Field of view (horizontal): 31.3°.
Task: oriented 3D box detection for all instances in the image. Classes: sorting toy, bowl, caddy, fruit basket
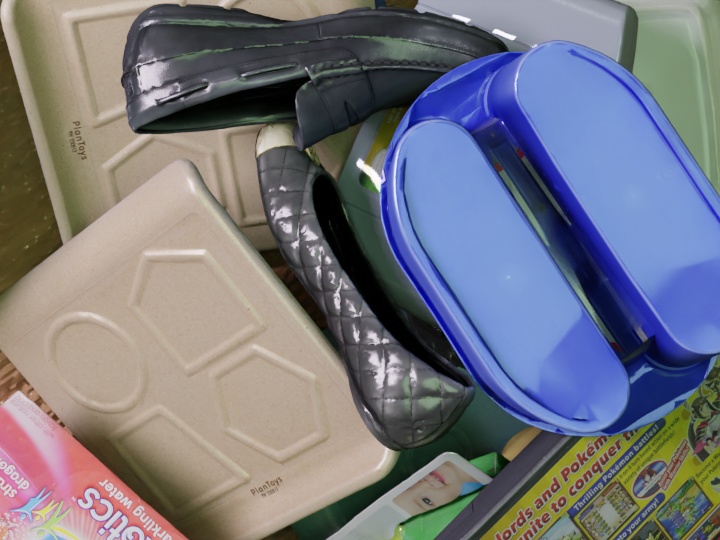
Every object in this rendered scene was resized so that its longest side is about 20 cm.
[{"bbox_3d":[-0.084,-0.092,0.734,0.200,0.036,0.185,-11,122,-5],"label":"sorting toy"},{"bbox_3d":[0.138,-0.088,0.774,0.199,0.075,0.200,-7,94,-7],"label":"bowl"},{"bbox_3d":[0.095,-0.014,0.616,0.141,0.105,0.200,-33,87,2],"label":"caddy"},{"bbox_3d":[0.048,0.205,0.742,0.185,0.094,0.200,38,113,-21],"label":"fruit basket"},{"bbox_3d":[-0.096,0.059,0.728,0.185,0.036,0.200,-32,97,32],"label":"sorting toy"}]

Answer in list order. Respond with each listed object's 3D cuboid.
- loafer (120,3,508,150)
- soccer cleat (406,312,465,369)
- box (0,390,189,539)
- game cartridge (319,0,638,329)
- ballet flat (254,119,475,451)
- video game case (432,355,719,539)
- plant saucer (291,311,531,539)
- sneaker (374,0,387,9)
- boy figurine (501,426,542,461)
[{"bbox_3d":[-0.023,-0.095,0.666,0.200,0.068,0.070,1,73,-2],"label":"loafer"},{"bbox_3d":[0.128,0.029,0.751,0.200,0.068,0.073,9,49,10],"label":"soccer cleat"},{"bbox_3d":[-0.152,0.177,0.703,0.200,0.095,0.103,40,61,8],"label":"box"},{"bbox_3d":[0.066,-0.068,0.706,0.133,0.040,0.200,26,95,20],"label":"game cartridge"},{"bbox_3d":[0.000,0.000,0.668,0.057,0.066,0.200,-36,66,21],"label":"ballet flat"},{"bbox_3d":[0.158,0.141,0.678,0.200,0.025,0.181,-43,108,-11],"label":"video game case"},{"bbox_3d":[0.045,0.111,0.794,0.200,0.036,0.200,0,93,-7],"label":"plant saucer"},{"bbox_3d":[-0.031,-0.179,0.739,0.075,0.088,0.200,-28,98,-6],"label":"sneaker"},{"bbox_3d":[0.178,0.119,0.773,0.200,0.064,0.125,-5,86,-19],"label":"boy figurine"}]
